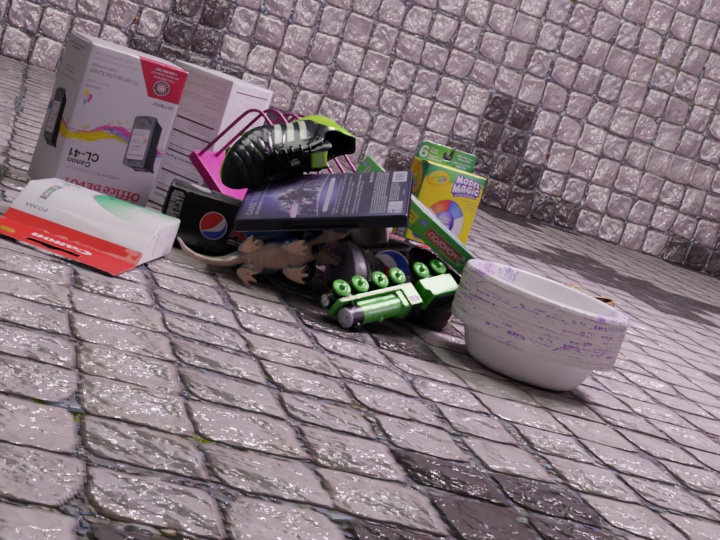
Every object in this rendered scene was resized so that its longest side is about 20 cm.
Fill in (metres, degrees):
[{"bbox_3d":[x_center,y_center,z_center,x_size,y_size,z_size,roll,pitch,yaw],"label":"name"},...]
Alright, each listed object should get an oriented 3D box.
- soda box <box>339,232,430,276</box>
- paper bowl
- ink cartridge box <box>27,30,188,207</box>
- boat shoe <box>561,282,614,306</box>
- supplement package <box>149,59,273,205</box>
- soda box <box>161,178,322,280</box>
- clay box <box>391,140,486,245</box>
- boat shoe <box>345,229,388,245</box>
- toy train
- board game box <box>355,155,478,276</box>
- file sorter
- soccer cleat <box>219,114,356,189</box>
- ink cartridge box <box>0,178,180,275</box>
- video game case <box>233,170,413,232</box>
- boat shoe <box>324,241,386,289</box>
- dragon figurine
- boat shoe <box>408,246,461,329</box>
[{"bbox_3d":[0.042,-0.018,1.750,0.198,0.064,0.071,17,9,-5],"label":"soda box"},{"bbox_3d":[0.200,0.068,1.411,0.199,0.105,0.201,18,8,-3],"label":"paper bowl"},{"bbox_3d":[-0.329,-0.192,1.603,0.147,0.202,0.085,11,12,-37],"label":"ink cartridge box"},{"bbox_3d":[0.296,0.053,1.798,0.199,0.075,0.075,12,11,-38],"label":"boat shoe"},{"bbox_3d":[-0.225,-0.185,1.772,0.109,0.202,0.113,23,9,25],"label":"supplement package"},{"bbox_3d":[-0.146,-0.051,1.514,0.198,0.064,0.071,18,9,-8],"label":"soda box"},{"bbox_3d":[0.116,-0.088,1.877,0.114,0.202,0.048,12,11,-32],"label":"clay box"},{"bbox_3d":[-0.024,-0.066,1.579,0.092,0.076,0.200,1,-6,12],"label":"boat shoe"},{"bbox_3d":[0.037,0.029,1.402,0.199,0.042,0.057,-13,62,-44],"label":"toy train"},{"bbox_3d":[0.077,-0.063,1.542,0.134,0.029,0.200,39,7,-30],"label":"board game box"},{"bbox_3d":[-0.107,-0.135,1.659,0.140,0.125,0.200,56,19,9],"label":"file sorter"},{"bbox_3d":[-0.086,-0.143,1.486,0.081,0.068,0.199,25,36,32],"label":"soccer cleat"},{"bbox_3d":[-0.298,-0.052,1.318,0.159,0.051,0.200,19,7,5],"label":"ink cartridge box"},{"bbox_3d":[-0.040,-0.083,1.443,0.198,0.019,0.143,-2,25,6],"label":"video game case"},{"bbox_3d":[0.000,0.000,1.521,0.065,0.074,0.200,12,11,-10],"label":"boat shoe"},{"bbox_3d":[-0.109,-0.020,1.428,0.198,0.060,0.099,-3,11,-3],"label":"dragon figurine"},{"bbox_3d":[0.089,0.022,1.579,0.074,0.074,0.200,16,15,0],"label":"boat shoe"}]
